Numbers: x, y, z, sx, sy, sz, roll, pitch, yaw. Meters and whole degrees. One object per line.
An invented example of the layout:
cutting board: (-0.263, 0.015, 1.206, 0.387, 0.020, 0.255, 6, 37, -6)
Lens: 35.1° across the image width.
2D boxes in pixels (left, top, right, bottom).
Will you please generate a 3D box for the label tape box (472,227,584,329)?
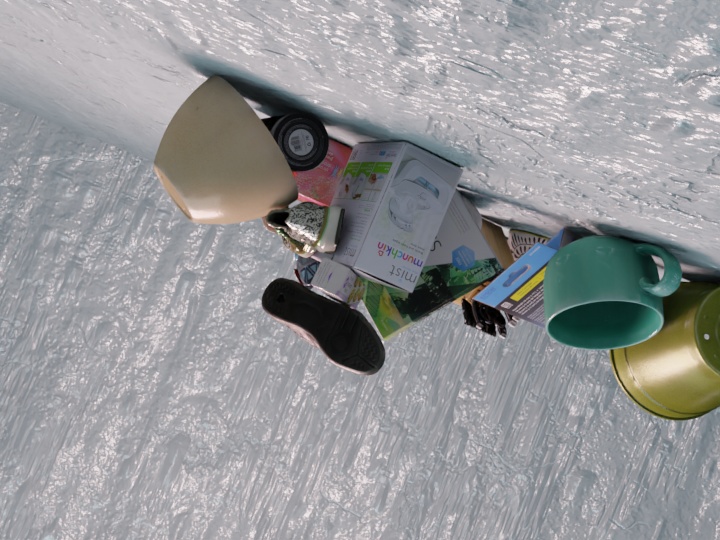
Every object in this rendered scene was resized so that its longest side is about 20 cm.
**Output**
label tape box: (0.276, 0.011, 1.640, 0.200, 0.144, 0.063, 23, -139, -29)

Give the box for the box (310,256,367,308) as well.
box: (-0.026, 0.019, 1.505, 0.039, 0.041, 0.200, 25, 175, 9)

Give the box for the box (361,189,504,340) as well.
box: (0.084, -0.011, 1.625, 0.144, 0.200, 0.036, 61, -170, 15)

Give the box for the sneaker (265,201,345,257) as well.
sneaker: (-0.086, -0.067, 1.528, 0.089, 0.077, 0.200, 19, 171, -17)

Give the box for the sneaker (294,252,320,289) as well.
sneaker: (0.000, 0.000, 1.709, 0.200, 0.096, 0.079, 1, 164, 0)

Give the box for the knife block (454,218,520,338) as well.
knife block: (0.210, 0.005, 1.773, 0.064, 0.200, 0.176, 23, 165, -23)

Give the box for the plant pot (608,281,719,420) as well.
plant pot: (0.468, 0.096, 1.545, 0.200, 0.201, 0.193, 22, 165, -6)

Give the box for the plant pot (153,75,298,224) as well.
plant pot: (-0.194, -0.139, 1.518, 0.200, 0.134, 0.200, 49, 166, 16)

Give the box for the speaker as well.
speaker: (-0.110, -0.177, 1.599, 0.081, 0.081, 0.200, 23, 178, -19)

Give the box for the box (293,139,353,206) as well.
box: (-0.015, -0.126, 1.713, 0.200, 0.095, 0.103, 23, 176, -20)

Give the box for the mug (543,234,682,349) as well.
mug: (0.334, 0.020, 1.506, 0.185, 0.115, 0.152, -9, 149, 18)

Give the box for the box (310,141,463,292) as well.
box: (0.027, -0.075, 1.522, 0.097, 0.177, 0.200, 23, 177, -20)

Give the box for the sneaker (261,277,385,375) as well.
sneaker: (-0.032, 0.081, 1.534, 0.199, 0.076, 0.114, 28, 180, 31)

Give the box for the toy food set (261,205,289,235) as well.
toy food set: (-0.070, -0.085, 1.803, 0.200, 0.060, 0.144, 17, -166, -14)

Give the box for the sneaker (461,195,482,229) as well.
sneaker: (0.145, -0.083, 1.731, 0.080, 0.077, 0.200, 11, -173, -21)

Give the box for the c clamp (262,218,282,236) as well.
c clamp: (-0.070, -0.053, 1.846, 0.171, 0.027, 0.200, 16, -165, -40)

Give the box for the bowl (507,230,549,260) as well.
bowl: (0.319, 0.013, 1.871, 0.201, 0.094, 0.201, 22, 178, 1)
